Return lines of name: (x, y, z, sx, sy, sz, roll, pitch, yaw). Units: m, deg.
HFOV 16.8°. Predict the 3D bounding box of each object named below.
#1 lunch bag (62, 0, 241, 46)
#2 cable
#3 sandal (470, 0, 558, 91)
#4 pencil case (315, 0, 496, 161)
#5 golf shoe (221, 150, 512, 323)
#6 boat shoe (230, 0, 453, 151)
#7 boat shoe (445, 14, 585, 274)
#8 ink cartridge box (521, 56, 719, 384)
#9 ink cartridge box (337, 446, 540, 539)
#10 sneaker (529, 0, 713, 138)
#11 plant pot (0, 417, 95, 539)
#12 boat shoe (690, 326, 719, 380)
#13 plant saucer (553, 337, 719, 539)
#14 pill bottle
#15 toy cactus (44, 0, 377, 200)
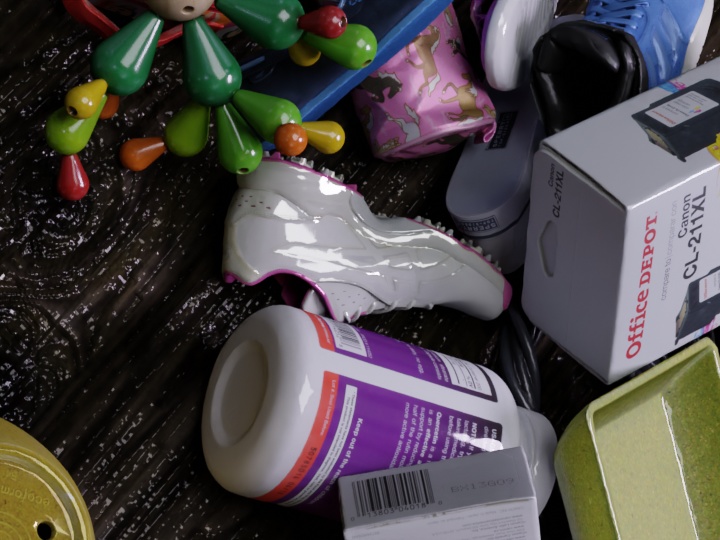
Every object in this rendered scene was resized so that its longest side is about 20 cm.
lunch bag: (-0.134, -0.219, 1.450, 0.200, 0.082, 0.177, 12, 74, -29)
cable: (0.151, 0.091, 1.562, 0.163, 0.051, 0.201, 4, 74, -33)
sandal: (0.094, -0.173, 1.574, 0.203, 0.050, 0.083, -57, 152, -61)
pencil case: (0.020, -0.166, 1.533, 0.083, 0.086, 0.201, -6, 78, -69)
golf shoe: (0.000, 0.000, 1.486, 0.200, 0.075, 0.092, 24, 79, -23)
boat shoe: (-0.007, -0.154, 1.455, 0.200, 0.084, 0.069, -39, 86, 7)
boat shoe: (0.110, -0.083, 1.583, 0.200, 0.073, 0.065, -60, 137, -34)
ink cartridge box: (0.204, -0.039, 1.496, 0.200, 0.146, 0.083, -26, 48, -27)
ink cartridge box: (0.054, 0.200, 1.403, 0.109, 0.200, 0.050, -9, 36, -1)
sneaker: (0.163, -0.151, 1.533, 0.111, 0.077, 0.201, 28, 71, -57)
plant pot: (-0.214, 0.150, 1.247, 0.200, 0.142, 0.201, 10, 70, -30)
boat shoe: (0.251, 0.078, 1.588, 0.062, 0.074, 0.201, -1, 80, -50)
plant saucer: (0.183, 0.159, 1.491, 0.200, 0.048, 0.200, -20, 97, -58)
pill bottle: (0.014, 0.097, 1.432, 0.200, 0.112, 0.113, 18, 67, -28)
toy cactus: (-0.096, -0.127, 1.387, 0.102, 0.199, 0.165, -80, 154, -71)
